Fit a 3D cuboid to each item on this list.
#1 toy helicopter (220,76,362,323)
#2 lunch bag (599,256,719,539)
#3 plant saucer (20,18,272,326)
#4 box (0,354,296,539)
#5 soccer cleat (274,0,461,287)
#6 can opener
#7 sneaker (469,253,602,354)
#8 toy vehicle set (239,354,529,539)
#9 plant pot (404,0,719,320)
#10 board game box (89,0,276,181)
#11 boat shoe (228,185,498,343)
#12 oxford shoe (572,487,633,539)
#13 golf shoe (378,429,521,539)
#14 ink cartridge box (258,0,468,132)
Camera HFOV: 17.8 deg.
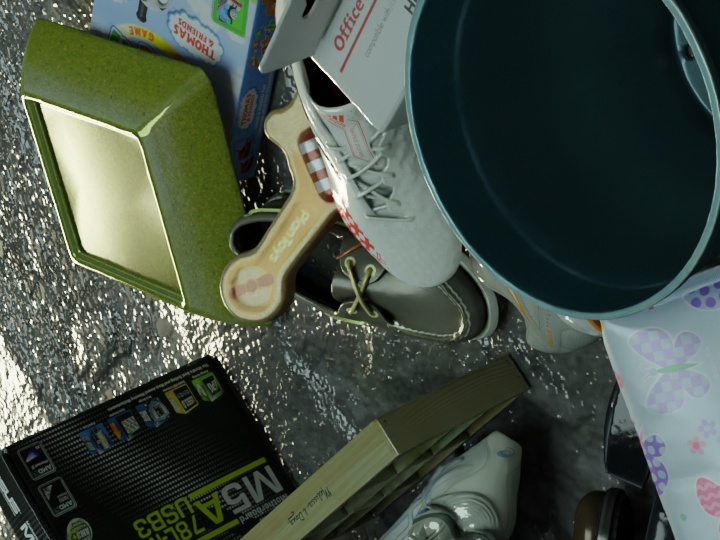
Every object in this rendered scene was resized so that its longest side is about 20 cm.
[{"bbox_3d":[-0.013,-0.045,1.420,0.132,0.079,0.201,38,105,8],"label":"toy helicopter"},{"bbox_3d":[0.245,0.056,1.193,0.199,0.127,0.171,-21,95,20],"label":"lunch bag"},{"bbox_3d":[-0.159,-0.058,1.587,0.199,0.048,0.201,21,134,44],"label":"plant saucer"},{"bbox_3d":[-0.132,0.178,1.589,0.194,0.199,0.048,57,139,12],"label":"box"},{"bbox_3d":[0.002,-0.079,1.329,0.068,0.085,0.201,-21,99,7],"label":"soccer cleat"},{"bbox_3d":[0.181,0.140,1.344,0.078,0.063,0.202,13,116,23],"label":"can opener"},{"bbox_3d":[0.084,-0.037,1.366,0.092,0.075,0.201,-37,78,52],"label":"sneaker"},{"bbox_3d":[0.010,0.128,1.475,0.027,0.124,0.200,57,138,11],"label":"toy vehicle set"},{"bbox_3d":[0.157,-0.100,1.170,0.199,0.187,0.202,22,123,39],"label":"plant pot"},{"bbox_3d":[-0.114,-0.179,1.536,0.151,0.036,0.201,36,131,30],"label":"board game box"},{"bbox_3d":[0.000,0.003,1.477,0.201,0.060,0.073,25,124,38],"label":"boat shoe"},{"bbox_3d":[0.117,0.211,1.422,0.084,0.073,0.201,21,123,11],"label":"oxford shoe"},{"bbox_3d":[0.064,0.162,1.483,0.078,0.098,0.200,30,159,-4],"label":"golf shoe"},{"bbox_3d":[0.050,-0.149,1.252,0.067,0.199,0.116,48,136,20],"label":"ink cartridge box"}]
